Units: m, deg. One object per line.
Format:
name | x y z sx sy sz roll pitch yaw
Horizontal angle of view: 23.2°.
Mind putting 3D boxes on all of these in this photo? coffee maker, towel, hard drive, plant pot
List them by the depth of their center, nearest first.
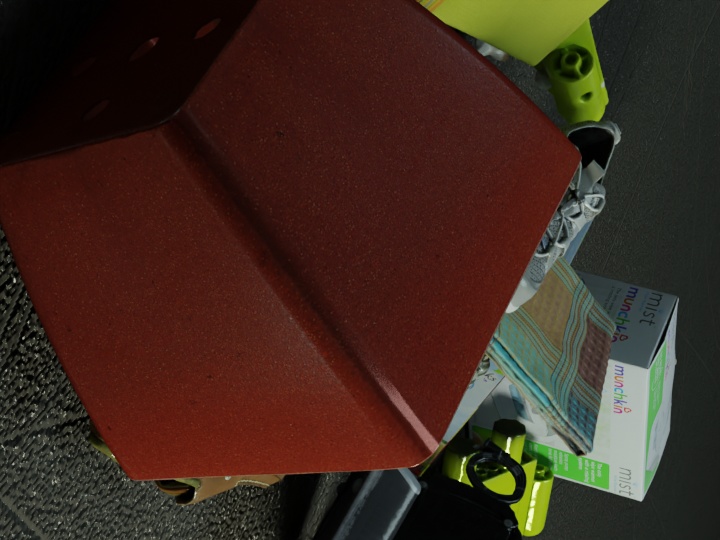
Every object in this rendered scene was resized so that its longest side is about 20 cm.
plant pot | -0.051 -0.038 0.811 0.176 0.200 0.200 52 50 -29
towel | 0.081 -0.181 1.074 0.086 0.018 0.200 -40 149 24
towel | 0.106 0.012 1.180 0.200 0.022 0.147 48 36 -22
hard drive | -0.009 0.186 1.203 0.135 0.042 0.200 -60 180 -9
coffee maker | 0.059 0.272 1.390 0.192 0.135 0.200 -29 148 -34

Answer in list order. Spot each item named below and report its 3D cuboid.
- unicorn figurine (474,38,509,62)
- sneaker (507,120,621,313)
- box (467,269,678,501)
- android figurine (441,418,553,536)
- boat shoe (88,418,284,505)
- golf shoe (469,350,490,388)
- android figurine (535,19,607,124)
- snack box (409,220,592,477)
unicorn figurine | 0.049 -0.143 1.157 0.137 0.074 0.200 -35 100 -49
sneaker | 0.118 -0.049 1.143 0.075 0.082 0.200 53 33 -19
box | 0.193 0.096 1.606 0.200 0.176 0.097 84 29 -48
android figurine | 0.102 0.236 1.599 0.182 0.041 0.200 -14 122 -41
boat shoe | -0.099 0.095 0.993 0.068 0.072 0.200 -59 151 -8
golf shoe | 0.004 0.086 1.099 0.200 0.078 0.097 -7 138 -55
android figurine | 0.130 -0.185 1.257 0.200 0.041 0.182 63 3 -62
snack box | 0.089 0.039 1.335 0.169 0.068 0.200 -58 -178 -40
